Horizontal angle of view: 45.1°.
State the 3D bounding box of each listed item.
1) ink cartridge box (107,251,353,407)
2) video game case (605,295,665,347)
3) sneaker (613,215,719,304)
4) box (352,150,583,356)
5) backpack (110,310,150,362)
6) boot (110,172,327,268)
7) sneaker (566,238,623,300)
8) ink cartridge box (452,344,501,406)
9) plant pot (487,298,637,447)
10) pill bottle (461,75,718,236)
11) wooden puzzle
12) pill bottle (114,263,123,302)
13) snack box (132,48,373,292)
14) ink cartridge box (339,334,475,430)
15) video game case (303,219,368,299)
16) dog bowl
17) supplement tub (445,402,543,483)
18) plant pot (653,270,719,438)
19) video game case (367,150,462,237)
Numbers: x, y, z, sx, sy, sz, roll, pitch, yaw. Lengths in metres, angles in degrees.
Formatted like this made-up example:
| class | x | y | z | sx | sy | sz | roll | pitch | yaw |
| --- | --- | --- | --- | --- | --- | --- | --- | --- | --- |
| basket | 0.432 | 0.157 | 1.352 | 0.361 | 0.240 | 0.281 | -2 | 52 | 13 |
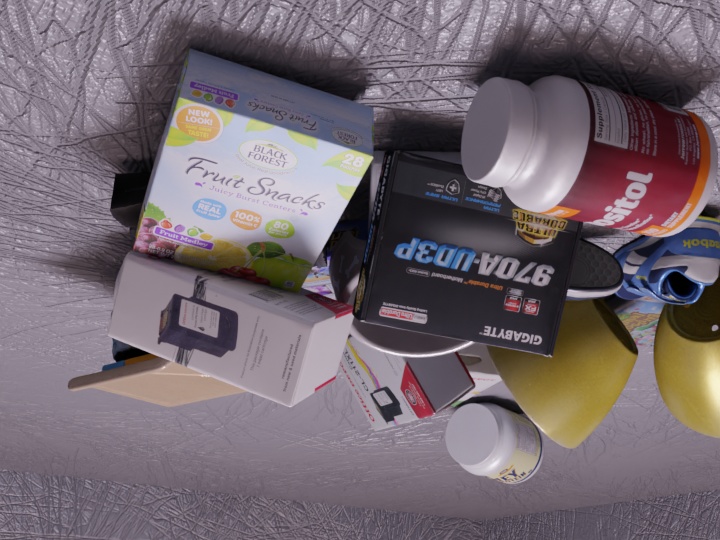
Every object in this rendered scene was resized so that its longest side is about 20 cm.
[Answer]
| class | x | y | z | sx | sy | sz | roll | pitch | yaw |
| --- | --- | --- | --- | --- | --- | --- | --- | --- | --- |
| ink cartridge box | -0.122 | 0.049 | 0.851 | 0.197 | 0.086 | 0.145 | 19 | -172 | 13 |
| video game case | 0.427 | 0.068 | 1.253 | 0.179 | 0.022 | 0.200 | 8 | 156 | -18 |
| sneaker | 0.354 | 0.005 | 1.025 | 0.073 | 0.084 | 0.200 | 3 | 160 | -10 |
| box | 0.103 | -0.015 | 0.821 | 0.197 | 0.161 | 0.046 | 11 | -175 | -14 |
| backpack | -0.236 | 0.082 | 1.171 | 0.197 | 0.156 | 0.163 | -18 | 164 | -7 |
| boot | -0.141 | -0.050 | 0.911 | 0.197 | 0.066 | 0.166 | -8 | 144 | 6 |
| sneaker | 0.214 | 0.025 | 1.062 | 0.199 | 0.078 | 0.147 | 6 | 148 | 14 |
| ink cartridge box | 0.127 | 0.148 | 1.367 | 0.143 | 0.089 | 0.200 | 7 | 158 | -18 |
| plant pot | 0.283 | 0.112 | 1.163 | 0.142 | 0.202 | 0.199 | -41 | 140 | 22 |
| pill bottle | 0.191 | -0.099 | 0.735 | 0.197 | 0.115 | 0.113 | 9 | 156 | -20 |
| wooden puzzle | -0.239 | 0.136 | 1.106 | 0.183 | 0.038 | 0.199 | -15 | 159 | 31 |
| pill bottle | -0.184 | 0.042 | 1.023 | 0.197 | 0.117 | 0.116 | 16 | 163 | 20 |
| snack box | -0.100 | -0.079 | 0.771 | 0.166 | 0.068 | 0.201 | 14 | 138 | -16 |
| ink cartridge box | 0.052 | 0.135 | 1.220 | 0.082 | 0.147 | 0.200 | -30 | 177 | -28 |
| video game case | 0.000 | 0.000 | 1.063 | 0.197 | 0.046 | 0.181 | -8 | 155 | 19 |
| dog bowl | 0.063 | 0.020 | 0.923 | 0.197 | 0.059 | 0.201 | 0 | 140 | 0 |
| supplement tub | 0.276 | 0.354 | 1.784 | 0.144 | 0.147 | 0.199 | -15 | 153 | 33 |
| plant pot | 0.445 | 0.083 | 1.063 | 0.198 | 0.202 | 0.142 | -13 | 138 | 30 |
| video game case | 0.106 | -0.049 | 0.906 | 0.197 | 0.024 | 0.183 | 1 | 139 | -1 |
